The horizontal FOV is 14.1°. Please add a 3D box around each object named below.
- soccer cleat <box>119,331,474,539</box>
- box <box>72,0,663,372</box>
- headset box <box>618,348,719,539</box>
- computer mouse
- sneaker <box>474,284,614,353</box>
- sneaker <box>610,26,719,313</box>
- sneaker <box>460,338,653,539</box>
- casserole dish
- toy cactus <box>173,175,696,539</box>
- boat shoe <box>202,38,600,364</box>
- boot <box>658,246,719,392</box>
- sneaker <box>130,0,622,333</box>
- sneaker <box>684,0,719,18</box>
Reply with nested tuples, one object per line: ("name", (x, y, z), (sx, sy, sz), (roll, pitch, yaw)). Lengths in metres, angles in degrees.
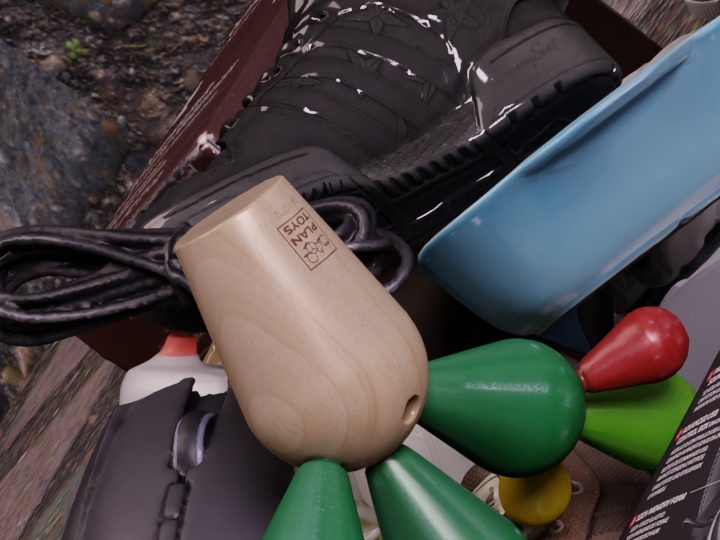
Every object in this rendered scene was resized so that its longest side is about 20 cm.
("soccer cleat", (0.006, 0.068, 0.854), (0.069, 0.200, 0.078), (10, 85, 42))
("box", (0.003, -0.035, 1.249), (0.166, 0.164, 0.200), (-45, 13, 50))
("headset box", (0.118, 0.048, 0.587), (0.200, 0.077, 0.149), (-58, 9, -24))
("computer mouse", (-0.067, 0.063, 0.737), (0.046, 0.140, 0.201), (60, -147, -55))
("sneaker", (0.060, 0.011, 1.010), (0.073, 0.082, 0.200), (-52, 17, 4))
("sneaker", (0.112, -0.042, 1.040), (0.099, 0.078, 0.200), (-38, 6, -6))
("sneaker", (0.051, 0.092, 0.787), (0.071, 0.075, 0.200), (-50, 9, 29))
("casserole dish", (0.074, -0.024, 0.806), (0.121, 0.039, 0.200), (-37, -3, 1))
("toy cactus", (0.016, 0.055, 0.673), (0.200, 0.165, 0.102), (-39, 11, -33))
("boat shoe", (0.000, 0.000, 0.927), (0.200, 0.072, 0.076), (-48, 39, -18))
("boot", (0.147, -0.012, 0.743), (0.095, 0.074, 0.200), (-27, -22, -36))
("sneaker", (-0.002, -0.061, 0.870), (0.199, 0.104, 0.060), (-25, -29, -21))
("sneaker", (0.170, -0.161, 1.011), (0.082, 0.075, 0.200), (5, 48, 31))
